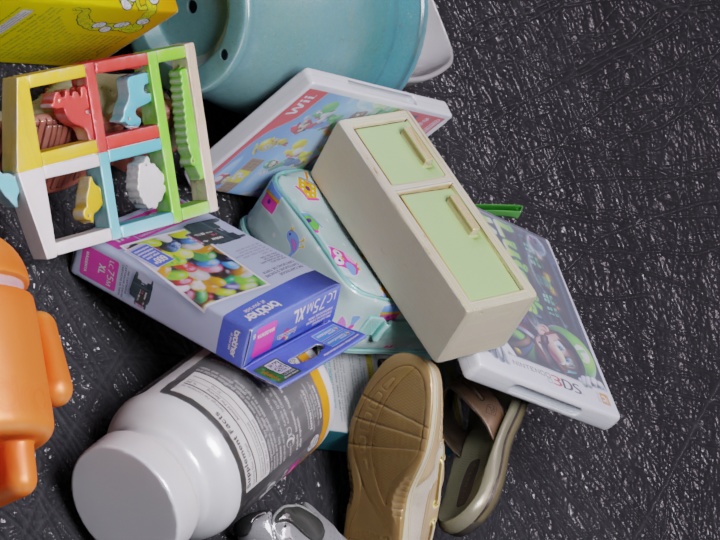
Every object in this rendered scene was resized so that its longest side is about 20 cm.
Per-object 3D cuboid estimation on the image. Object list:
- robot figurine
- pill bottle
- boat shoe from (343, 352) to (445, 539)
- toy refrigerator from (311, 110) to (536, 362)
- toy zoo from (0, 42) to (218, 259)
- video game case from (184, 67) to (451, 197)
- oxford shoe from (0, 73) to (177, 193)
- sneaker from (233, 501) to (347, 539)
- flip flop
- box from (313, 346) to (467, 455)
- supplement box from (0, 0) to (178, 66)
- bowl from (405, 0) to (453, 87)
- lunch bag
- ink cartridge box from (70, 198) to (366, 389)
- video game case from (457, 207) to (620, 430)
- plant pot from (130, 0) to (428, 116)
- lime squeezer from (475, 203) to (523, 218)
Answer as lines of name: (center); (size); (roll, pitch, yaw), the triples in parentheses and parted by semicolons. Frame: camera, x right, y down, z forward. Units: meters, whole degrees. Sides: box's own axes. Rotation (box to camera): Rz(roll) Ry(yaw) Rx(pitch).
robot figurine: (-0.266, 0.058, 1.360); (0.143, 0.117, 0.202); (-10, 75, -10)
pill bottle: (-0.114, 0.125, 1.499); (0.200, 0.116, 0.117); (-38, 100, -50)
boat shoe: (0.033, 0.159, 1.641); (0.069, 0.073, 0.202); (-10, 115, -57)
toy refrigerator: (0.049, -0.032, 1.615); (0.075, 0.070, 0.201); (-11, 55, -37)
toy zoo: (-0.191, -0.087, 1.501); (0.199, 0.020, 0.132); (-17, 104, -44)
video game case: (-0.031, -0.103, 1.671); (0.199, 0.143, 0.018); (7, 52, -54)
oxford shoe: (-0.224, -0.109, 1.549); (0.199, 0.071, 0.074); (-10, 48, -46)
sneaker: (-0.066, 0.244, 1.538); (0.116, 0.075, 0.200); (51, 30, -10)
flip flop: (0.091, 0.125, 1.696); (0.057, 0.081, 0.201); (31, 54, -17)
box: (0.003, 0.106, 1.694); (0.199, 0.049, 0.083); (12, 62, -45)
supplement box: (-0.251, -0.225, 1.526); (0.199, 0.109, 0.110); (-3, 73, -50)
bowl: (-0.008, -0.248, 1.819); (0.201, 0.074, 0.200); (66, 22, -1)
lunch bag: (0.000, 0.000, 1.687); (0.199, 0.077, 0.161); (5, 45, -50)
ink cartridge box: (-0.102, 0.012, 1.533); (0.199, 0.042, 0.119); (30, 31, 24)
video game case: (0.124, 0.028, 1.714); (0.181, 0.023, 0.201); (22, 37, -42)
plant pot: (-0.079, -0.211, 1.639); (0.187, 0.199, 0.202); (-10, 79, -52)
lime squeezer: (0.040, -0.071, 1.820); (0.199, 0.071, 0.038); (25, 65, -2)
